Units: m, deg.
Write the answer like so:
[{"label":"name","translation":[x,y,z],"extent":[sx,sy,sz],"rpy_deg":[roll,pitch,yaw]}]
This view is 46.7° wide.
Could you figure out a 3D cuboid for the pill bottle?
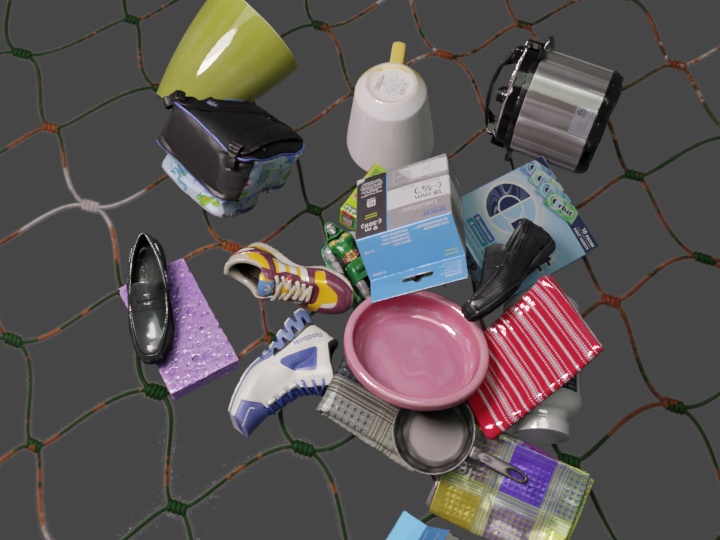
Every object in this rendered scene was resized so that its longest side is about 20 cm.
[{"label":"pill bottle","translation":[0.255,0.137,1.182],"extent":[0.111,0.113,0.201],"rpy_deg":[5,64,4]}]

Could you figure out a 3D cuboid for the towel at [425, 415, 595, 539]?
[{"label":"towel","translation":[0.198,0.300,1.129],"extent":[0.199,0.023,0.144],"rpy_deg":[24,87,12]}]

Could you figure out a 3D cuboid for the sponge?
[{"label":"sponge","translation":[-0.276,0.085,1.264],"extent":[0.111,0.030,0.201],"rpy_deg":[-28,65,-13]}]

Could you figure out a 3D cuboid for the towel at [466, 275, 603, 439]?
[{"label":"towel","translation":[0.214,0.117,1.130],"extent":[0.200,0.022,0.145],"rpy_deg":[-44,47,18]}]

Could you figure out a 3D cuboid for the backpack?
[{"label":"backpack","translation":[-0.203,-0.185,1.319],"extent":[0.183,0.147,0.200],"rpy_deg":[40,30,16]}]

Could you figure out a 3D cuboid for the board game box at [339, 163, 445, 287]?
[{"label":"board game box","translation":[0.077,-0.073,1.315],"extent":[0.199,0.048,0.102],"rpy_deg":[32,68,10]}]

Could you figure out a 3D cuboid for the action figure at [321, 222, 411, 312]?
[{"label":"action figure","translation":[0.000,0.000,1.290],"extent":[0.118,0.055,0.200],"rpy_deg":[-33,64,-11]}]

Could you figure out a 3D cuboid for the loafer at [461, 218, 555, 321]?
[{"label":"loafer","translation":[0.199,-0.002,1.179],"extent":[0.070,0.068,0.200],"rpy_deg":[46,57,4]}]

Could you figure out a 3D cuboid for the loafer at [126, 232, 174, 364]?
[{"label":"loafer","translation":[-0.316,0.039,1.232],"extent":[0.068,0.071,0.202],"rpy_deg":[-9,63,-2]}]

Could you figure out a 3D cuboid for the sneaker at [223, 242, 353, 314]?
[{"label":"sneaker","translation":[-0.109,0.024,1.249],"extent":[0.199,0.075,0.090],"rpy_deg":[20,26,18]}]

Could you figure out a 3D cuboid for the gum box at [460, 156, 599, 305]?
[{"label":"gum box","translation":[0.241,-0.060,1.282],"extent":[0.199,0.045,0.171],"rpy_deg":[-26,80,-21]}]

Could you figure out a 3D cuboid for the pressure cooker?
[{"label":"pressure cooker","translation":[0.302,-0.267,1.344],"extent":[0.199,0.179,0.177],"rpy_deg":[21,69,10]}]

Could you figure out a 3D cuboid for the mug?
[{"label":"mug","translation":[0.042,-0.270,1.364],"extent":[0.148,0.153,0.187],"rpy_deg":[-22,65,-9]}]

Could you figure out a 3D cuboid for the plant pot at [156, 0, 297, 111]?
[{"label":"plant pot","translation":[-0.240,-0.335,1.402],"extent":[0.187,0.187,0.200],"rpy_deg":[40,85,19]}]

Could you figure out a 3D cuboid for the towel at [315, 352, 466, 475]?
[{"label":"towel","translation":[0.062,0.169,1.193],"extent":[0.199,0.035,0.193],"rpy_deg":[31,65,-5]}]

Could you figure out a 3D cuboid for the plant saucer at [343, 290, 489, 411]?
[{"label":"plant saucer","translation":[0.074,0.113,1.138],"extent":[0.199,0.051,0.201],"rpy_deg":[7,46,-7]}]

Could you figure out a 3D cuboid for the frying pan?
[{"label":"frying pan","translation":[0.135,0.219,1.119],"extent":[0.188,0.031,0.116],"rpy_deg":[2,71,17]}]

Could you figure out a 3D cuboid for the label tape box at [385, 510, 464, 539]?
[{"label":"label tape box","translation":[0.103,0.420,1.074],"extent":[0.199,0.063,0.145],"rpy_deg":[31,68,15]}]

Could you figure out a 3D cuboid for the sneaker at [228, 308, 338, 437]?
[{"label":"sneaker","translation":[-0.094,0.158,1.197],"extent":[0.115,0.081,0.200],"rpy_deg":[28,66,16]}]

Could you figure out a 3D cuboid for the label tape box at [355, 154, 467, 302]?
[{"label":"label tape box","translation":[0.070,-0.064,1.180],"extent":[0.143,0.063,0.201],"rpy_deg":[-16,42,16]}]
